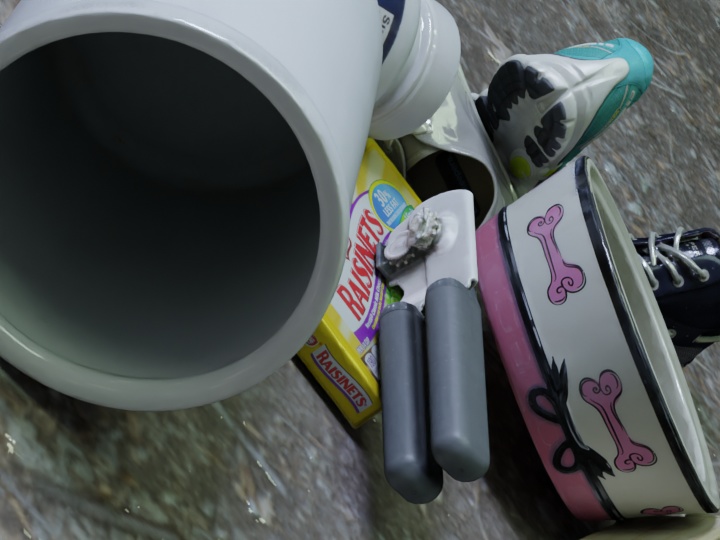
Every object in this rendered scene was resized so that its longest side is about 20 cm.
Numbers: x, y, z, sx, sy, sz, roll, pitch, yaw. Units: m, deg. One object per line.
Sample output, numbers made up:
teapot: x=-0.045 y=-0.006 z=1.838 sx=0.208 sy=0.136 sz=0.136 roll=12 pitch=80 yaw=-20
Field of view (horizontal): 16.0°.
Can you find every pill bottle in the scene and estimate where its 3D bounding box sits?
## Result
pill bottle: x=-0.040 y=-0.139 z=1.306 sx=0.200 sy=0.111 sz=0.111 roll=27 pitch=35 yaw=-45

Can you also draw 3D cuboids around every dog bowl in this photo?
dog bowl: x=0.122 y=0.044 z=1.357 sx=0.200 sy=0.074 sz=0.200 roll=-20 pitch=90 yaw=-80

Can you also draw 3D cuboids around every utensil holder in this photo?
utensil holder: x=-0.076 y=-0.063 z=1.070 sx=0.170 sy=0.170 sz=0.200 roll=48 pitch=23 yaw=-15

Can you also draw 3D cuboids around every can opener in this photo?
can opener: x=0.041 y=0.035 z=1.243 sx=0.066 sy=0.053 sz=0.200 roll=47 pitch=26 yaw=-29

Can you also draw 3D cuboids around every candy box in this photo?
candy box: x=0.000 y=0.000 z=1.306 sx=0.102 sy=0.026 sz=0.200 roll=51 pitch=23 yaw=-5

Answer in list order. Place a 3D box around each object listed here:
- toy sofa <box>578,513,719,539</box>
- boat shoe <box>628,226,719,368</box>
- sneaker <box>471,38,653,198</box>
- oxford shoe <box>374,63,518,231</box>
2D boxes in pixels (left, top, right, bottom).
toy sofa: x=0.150 y=0.178 z=1.294 sx=0.200 sy=0.097 sz=0.083 roll=-9 pitch=98 yaw=-65
boat shoe: x=0.161 y=-0.002 z=1.529 sx=0.200 sy=0.093 sz=0.075 roll=25 pitch=37 yaw=-49
sneaker: x=0.106 y=-0.083 z=1.457 sx=0.078 sy=0.080 sz=0.200 roll=66 pitch=-20 yaw=1
oxford shoe: x=0.024 y=-0.092 z=1.418 sx=0.200 sy=0.075 sz=0.058 roll=60 pitch=21 yaw=1
